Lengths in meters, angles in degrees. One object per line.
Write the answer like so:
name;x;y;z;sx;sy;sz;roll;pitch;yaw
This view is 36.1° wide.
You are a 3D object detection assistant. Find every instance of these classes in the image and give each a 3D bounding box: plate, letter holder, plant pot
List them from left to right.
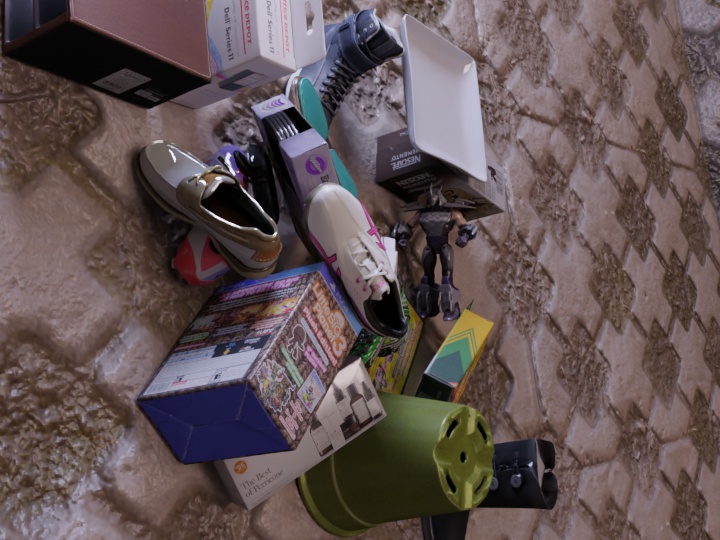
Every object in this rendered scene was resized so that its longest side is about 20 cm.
letter holder;-0.264;-0.276;1.164;0.200;0.100;0.143;15;64;-54
plant pot;0.055;0.230;1.357;0.200;0.189;0.201;9;78;-49
plate;0.112;-0.238;1.569;0.199;0.032;0.201;17;65;-53

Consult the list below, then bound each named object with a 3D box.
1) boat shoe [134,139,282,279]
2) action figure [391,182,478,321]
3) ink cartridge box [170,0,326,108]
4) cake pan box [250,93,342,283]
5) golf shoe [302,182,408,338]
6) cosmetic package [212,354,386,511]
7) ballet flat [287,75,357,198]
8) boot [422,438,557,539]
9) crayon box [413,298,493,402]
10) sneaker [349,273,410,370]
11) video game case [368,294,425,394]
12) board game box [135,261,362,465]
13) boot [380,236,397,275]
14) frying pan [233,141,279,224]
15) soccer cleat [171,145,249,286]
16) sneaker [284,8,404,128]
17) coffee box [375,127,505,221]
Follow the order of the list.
boat shoe;-0.159;-0.081;1.192;0.200;0.068;0.075;40;53;11
action figure;0.114;-0.029;1.624;0.069;0.130;0.201;-12;100;-57
ink cartridge box;-0.139;-0.269;1.253;0.067;0.199;0.118;12;69;-54
cake pan box;-0.060;-0.097;1.320;0.184;0.052;0.201;51;-18;55
golf shoe;0.003;-0.011;1.223;0.073;0.092;0.200;-37;126;-16
cosmetic package;-0.071;0.180;1.253;0.200;0.051;0.083;-32;106;-25
ballet flat;-0.069;-0.156;1.434;0.201;0.067;0.068;68;29;-28
boot;0.181;0.322;1.524;0.066;0.199;0.166;-3;81;-56
crayon box;0.131;0.144;1.586;0.200;0.051;0.127;-51;163;-50
sneaker;0.023;0.086;1.437;0.085;0.078;0.200;63;34;-20
video game case;0.016;0.085;1.521;0.181;0.025;0.200;54;38;-30
board game box;-0.115;0.099;1.197;0.097;0.159;0.200;60;37;-25
boot;0.000;0.000;1.402;0.200;0.090;0.073;-90;-177;-80
frying pan;-0.122;-0.120;1.307;0.190;0.031;0.115;81;0;-56
soccer cleat;-0.154;-0.067;1.272;0.067;0.076;0.201;49;43;-36
sneaker;-0.019;-0.263;1.484;0.077;0.146;0.203;40;50;-45
coffee box;0.124;-0.145;1.684;0.200;0.113;0.080;28;56;-48
